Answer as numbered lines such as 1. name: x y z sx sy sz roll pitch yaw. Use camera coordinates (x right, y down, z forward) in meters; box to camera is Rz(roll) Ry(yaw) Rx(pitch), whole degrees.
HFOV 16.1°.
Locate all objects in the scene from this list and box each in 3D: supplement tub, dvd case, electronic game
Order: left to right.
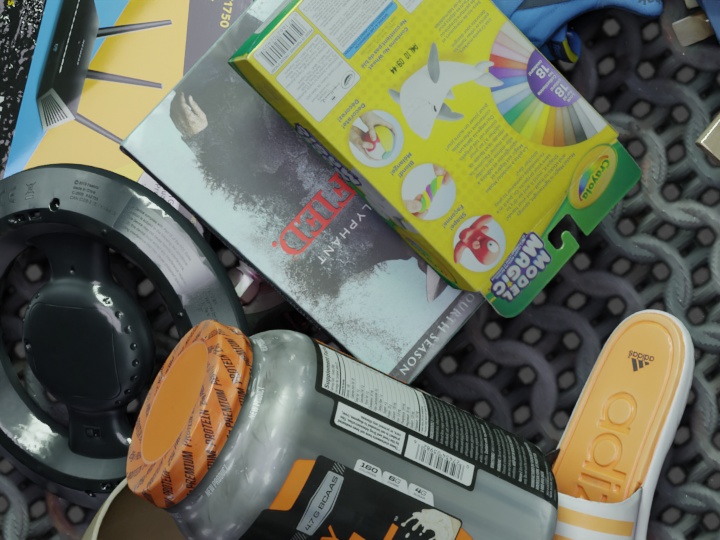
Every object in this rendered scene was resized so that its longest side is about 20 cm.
1. electronic game: -0.147 0.038 1.382 0.200 0.042 0.200 11 114 26
2. supplement tub: -0.010 0.108 1.295 0.200 0.123 0.123 26 88 -19
3. dvd case: -0.007 -0.051 1.354 0.200 0.022 0.146 43 80 -1

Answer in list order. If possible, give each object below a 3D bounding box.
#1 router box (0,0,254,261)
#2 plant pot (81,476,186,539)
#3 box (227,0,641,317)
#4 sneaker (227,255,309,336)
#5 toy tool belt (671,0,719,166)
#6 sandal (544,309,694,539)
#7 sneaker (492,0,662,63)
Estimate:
1. router box: -0.135 -0.114 1.425 0.149 0.051 0.200 9 85 7
2. plant pot: -0.083 0.215 1.337 0.200 0.200 0.134 49 129 9
3. box: 0.043 -0.080 1.314 0.200 0.048 0.117 45 80 -12
4. sneaker: 0.000 0.000 1.388 0.115 0.076 0.200 31 89 6
5. toy tool belt: 0.205 -0.161 1.346 0.123 0.125 0.200 -23 99 9
6. sandal: 0.115 0.113 1.357 0.079 0.059 0.207 11 80 40
7. sneaker: 0.069 -0.139 1.378 0.200 0.066 0.078 -16 93 24
